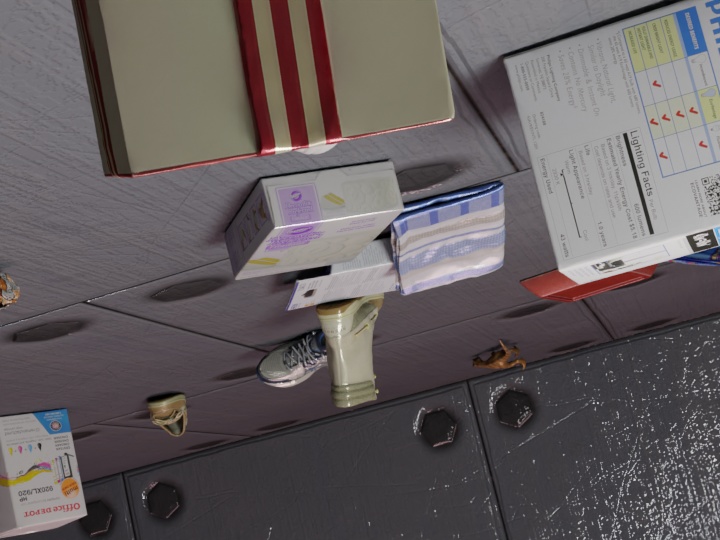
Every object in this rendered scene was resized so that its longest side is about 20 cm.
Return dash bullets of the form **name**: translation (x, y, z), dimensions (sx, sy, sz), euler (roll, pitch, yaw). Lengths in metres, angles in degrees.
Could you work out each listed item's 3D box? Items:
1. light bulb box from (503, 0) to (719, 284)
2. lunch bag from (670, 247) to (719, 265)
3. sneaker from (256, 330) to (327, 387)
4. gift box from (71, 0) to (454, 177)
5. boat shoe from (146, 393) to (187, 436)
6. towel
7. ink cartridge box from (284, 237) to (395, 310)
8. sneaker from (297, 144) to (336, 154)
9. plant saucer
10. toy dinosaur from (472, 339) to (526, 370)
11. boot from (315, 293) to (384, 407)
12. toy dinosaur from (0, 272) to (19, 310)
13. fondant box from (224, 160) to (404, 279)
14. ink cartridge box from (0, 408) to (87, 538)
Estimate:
- **light bulb box**: translation (0.252, -0.111, 1.201), dimensions (0.200, 0.199, 0.125), euler (-16, 170, 15)
- **lunch bag**: translation (0.587, -0.042, 2.246), dimensions (0.200, 0.094, 0.150), euler (-7, 176, 41)
- **sneaker**: translation (-0.083, 0.135, 2.330), dimensions (0.200, 0.077, 0.085), euler (-19, 160, -9)
- **gift box**: translation (-0.074, -0.150, 0.698), dimensions (0.184, 0.187, 0.200), euler (-12, -172, -19)
- **boat shoe**: translation (-0.370, 0.283, 2.679), dimensions (0.073, 0.063, 0.201), euler (-13, 168, -6)
- **towel**: translation (0.109, -0.036, 1.695), dimensions (0.147, 0.024, 0.200), euler (-15, 152, -3)
- **ink cartridge box**: translation (0.000, 0.000, 1.827), dimensions (0.200, 0.043, 0.196), euler (-9, 169, -10)
- **sneaker**: translation (-0.021, -0.139, 1.075), dimensions (0.080, 0.071, 0.200), euler (0, 163, -40)
- **plant saucer**: translation (0.401, 0.013, 2.365), dimensions (0.200, 0.037, 0.200), euler (-20, 167, 25)
- **toy dinosaur**: translation (0.320, 0.199, 3.093), dimensions (0.106, 0.061, 0.200), euler (-7, 166, -24)
- **boot**: translation (-0.006, 0.110, 1.989), dimensions (0.072, 0.155, 0.200), euler (-7, -174, 17)
- **toy dinosaur**: translation (-0.457, 0.036, 1.419), dimensions (0.200, 0.102, 0.136), euler (16, 138, -32)
- **fondant box**: translation (-0.054, -0.051, 1.480), dimensions (0.144, 0.058, 0.200), euler (-9, 167, -19)
- **ink cartridge box**: translation (-0.603, 0.368, 2.475), dimensions (0.147, 0.200, 0.145), euler (-3, 165, -43)
